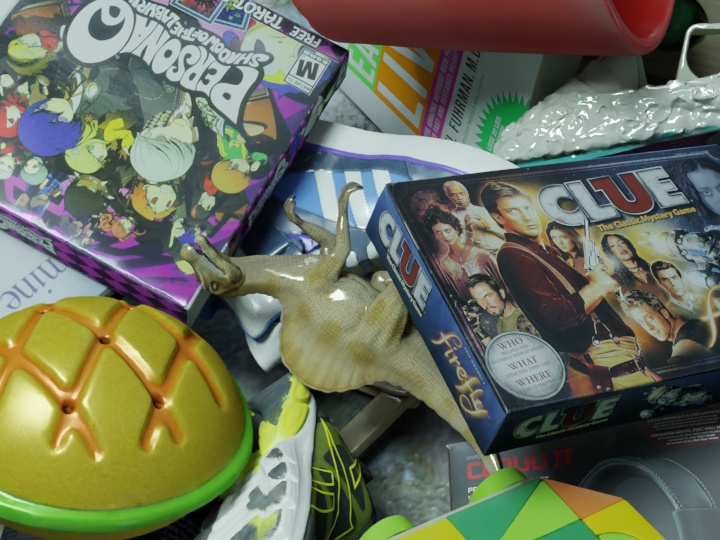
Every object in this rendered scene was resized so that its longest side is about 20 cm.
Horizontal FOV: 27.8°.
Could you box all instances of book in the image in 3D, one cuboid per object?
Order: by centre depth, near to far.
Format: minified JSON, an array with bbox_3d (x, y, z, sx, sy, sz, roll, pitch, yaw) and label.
[{"bbox_3d":[0.049,-0.131,0.905,0.048,0.134,0.200,-13,45,-32],"label":"book"}]

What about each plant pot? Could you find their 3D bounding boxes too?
[{"bbox_3d":[0.057,-0.202,0.762,0.177,0.200,0.201,-5,56,27],"label":"plant pot"}]

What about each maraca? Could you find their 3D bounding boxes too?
[{"bbox_3d":[-0.148,0.070,0.681,0.200,0.107,0.137,-2,37,-24],"label":"maraca"}]

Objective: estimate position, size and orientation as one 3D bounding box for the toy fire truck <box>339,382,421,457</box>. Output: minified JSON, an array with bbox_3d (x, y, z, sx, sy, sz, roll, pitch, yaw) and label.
[{"bbox_3d":[-0.006,0.047,0.851,0.200,0.049,0.141,-31,54,-3],"label":"toy fire truck"}]

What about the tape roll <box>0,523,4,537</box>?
[{"bbox_3d":[-0.220,0.132,0.778,0.037,0.203,0.203,5,59,7],"label":"tape roll"}]

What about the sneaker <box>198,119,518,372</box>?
[{"bbox_3d":[0.000,0.000,0.809,0.200,0.081,0.147,15,72,23],"label":"sneaker"}]

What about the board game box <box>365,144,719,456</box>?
[{"bbox_3d":[0.119,0.006,0.692,0.200,0.035,0.136,-9,52,-26],"label":"board game box"}]

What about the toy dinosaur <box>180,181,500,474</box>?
[{"bbox_3d":[0.009,0.023,0.740,0.200,0.058,0.101,34,92,0],"label":"toy dinosaur"}]

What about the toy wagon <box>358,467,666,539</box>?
[{"bbox_3d":[0.061,0.159,0.610,0.200,0.040,0.155,-16,45,-34],"label":"toy wagon"}]

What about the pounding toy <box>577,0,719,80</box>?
[{"bbox_3d":[0.184,-0.185,0.900,0.184,0.142,0.200,18,64,17],"label":"pounding toy"}]

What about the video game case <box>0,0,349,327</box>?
[{"bbox_3d":[-0.134,-0.091,0.790,0.200,0.036,0.181,29,67,4],"label":"video game case"}]

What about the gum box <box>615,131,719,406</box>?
[{"bbox_3d":[0.193,-0.011,0.806,0.113,0.066,0.200,5,60,24],"label":"gum box"}]

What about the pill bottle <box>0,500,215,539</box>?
[{"bbox_3d":[-0.141,0.161,0.786,0.112,0.112,0.200,1,58,20],"label":"pill bottle"}]

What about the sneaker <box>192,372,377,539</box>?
[{"bbox_3d":[-0.027,0.126,0.701,0.074,0.085,0.200,-40,19,23],"label":"sneaker"}]

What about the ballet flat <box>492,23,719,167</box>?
[{"bbox_3d":[0.169,-0.098,0.785,0.200,0.072,0.072,-7,56,11],"label":"ballet flat"}]

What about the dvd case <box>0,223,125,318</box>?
[{"bbox_3d":[-0.196,-0.055,0.796,0.200,0.018,0.143,43,65,11],"label":"dvd case"}]

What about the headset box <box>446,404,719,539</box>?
[{"bbox_3d":[0.124,0.160,0.713,0.149,0.077,0.200,-9,57,14],"label":"headset box"}]
